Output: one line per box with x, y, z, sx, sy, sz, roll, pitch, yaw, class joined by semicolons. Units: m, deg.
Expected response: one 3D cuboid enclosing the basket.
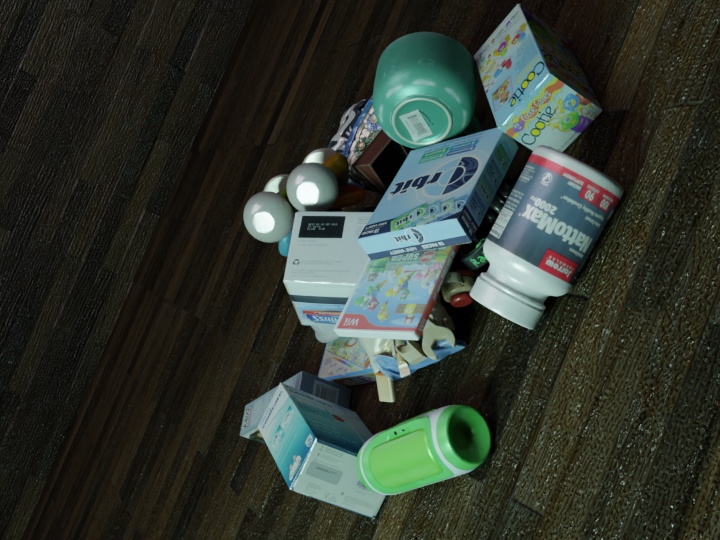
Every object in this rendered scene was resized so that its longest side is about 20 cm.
0.037;-0.223;1.595;0.200;0.139;0.177;20;85;59;basket

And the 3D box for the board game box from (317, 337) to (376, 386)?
0.004;0.118;1.479;0.200;0.034;0.135;-20;50;57;board game box

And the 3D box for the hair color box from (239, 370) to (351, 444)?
-0.111;0.240;1.520;0.200;0.099;0.061;-35;39;48;hair color box

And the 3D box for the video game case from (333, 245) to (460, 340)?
0.057;0.005;1.224;0.142;0.017;0.201;-1;52;42;video game case

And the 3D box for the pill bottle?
0.219;-0.037;1.092;0.201;0.119;0.120;-63;25;7;pill bottle

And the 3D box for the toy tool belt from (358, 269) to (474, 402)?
0.090;0.096;1.253;0.199;0.125;0.124;-31;60;31;toy tool belt

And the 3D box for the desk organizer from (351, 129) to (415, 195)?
0.083;-0.221;1.460;0.200;0.072;0.077;-51;18;-9;desk organizer

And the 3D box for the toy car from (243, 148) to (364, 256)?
-0.083;-0.098;1.481;0.199;0.150;0.175;-31;12;19;toy car

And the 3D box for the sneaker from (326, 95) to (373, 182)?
-0.005;-0.261;1.783;0.130;0.079;0.200;-36;27;61;sneaker

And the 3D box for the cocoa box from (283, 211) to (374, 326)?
0.000;0.000;1.365;0.132;0.199;0.134;74;-160;-55;cocoa box

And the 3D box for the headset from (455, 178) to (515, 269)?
0.171;-0.088;1.262;0.124;0.094;0.200;-48;14;32;headset

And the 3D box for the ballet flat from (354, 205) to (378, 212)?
0.050;-0.078;1.524;0.200;0.072;0.072;12;79;64;ballet flat

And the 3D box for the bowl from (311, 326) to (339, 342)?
-0.037;0.017;1.524;0.201;0.090;0.201;-44;18;18;bowl

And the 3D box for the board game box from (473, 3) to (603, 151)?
0.244;-0.265;1.265;0.105;0.103;0.201;-47;30;31;board game box

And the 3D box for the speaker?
0.077;0.235;1.168;0.200;0.088;0.089;-33;40;49;speaker

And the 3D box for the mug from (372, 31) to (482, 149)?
0.109;-0.249;1.325;0.152;0.184;0.115;111;172;-48;mug

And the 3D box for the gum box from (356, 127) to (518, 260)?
0.107;-0.106;1.236;0.169;0.045;0.200;-9;38;41;gum box

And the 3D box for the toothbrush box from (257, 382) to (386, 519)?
-0.051;0.261;1.328;0.086;0.146;0.200;-62;24;5;toothbrush box
